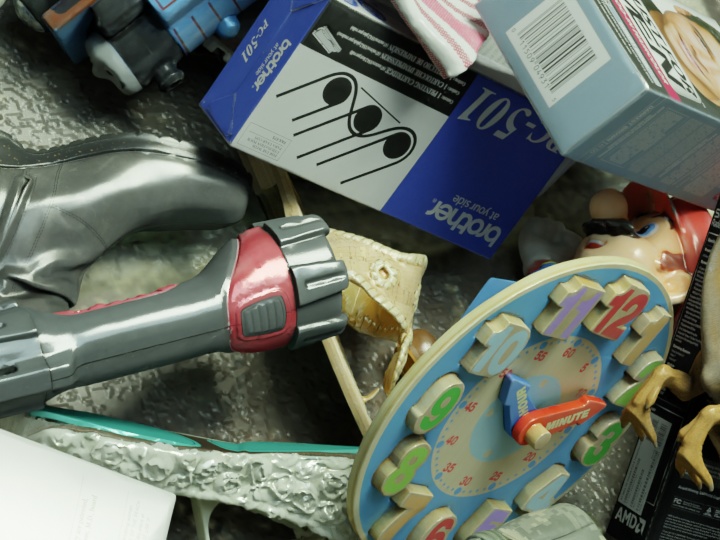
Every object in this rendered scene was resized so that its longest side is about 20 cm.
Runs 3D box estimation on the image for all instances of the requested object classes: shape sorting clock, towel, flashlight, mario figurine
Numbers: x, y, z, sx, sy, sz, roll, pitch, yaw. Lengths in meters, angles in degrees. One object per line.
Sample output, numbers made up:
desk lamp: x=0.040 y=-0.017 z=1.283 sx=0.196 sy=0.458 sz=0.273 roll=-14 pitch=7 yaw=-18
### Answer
shape sorting clock: x=0.079 y=0.074 z=1.324 sx=0.199 sy=0.201 sz=0.039 roll=-17 pitch=46 yaw=-36
towel: x=0.036 y=-0.195 z=1.392 sx=0.147 sy=0.030 sz=0.200 roll=55 pitch=26 yaw=-11
flashlight: x=-0.106 y=0.023 z=1.282 sx=0.199 sy=0.068 sz=0.068 roll=-13 pitch=69 yaw=-22
mario figurine: x=0.110 y=0.003 z=1.436 sx=0.200 sy=0.106 sz=0.123 roll=-30 pitch=54 yaw=-30

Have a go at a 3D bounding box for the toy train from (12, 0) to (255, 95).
toy train: x=-0.089 y=-0.178 z=1.411 sx=0.200 sy=0.087 sz=0.114 roll=-39 pitch=77 yaw=-4

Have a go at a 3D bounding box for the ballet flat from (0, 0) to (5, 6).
ballet flat: x=-0.217 y=-0.174 z=1.398 sx=0.068 sy=0.068 sz=0.201 roll=18 pitch=60 yaw=-35

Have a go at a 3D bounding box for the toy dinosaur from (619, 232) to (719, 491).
toy dinosaur: x=0.185 y=0.048 z=1.352 sx=0.106 sy=0.060 sz=0.200 roll=-42 pitch=129 yaw=-18

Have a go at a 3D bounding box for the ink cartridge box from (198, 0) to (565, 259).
ink cartridge box: x=0.020 y=-0.081 z=1.391 sx=0.200 sy=0.094 sz=0.044 roll=22 pitch=21 yaw=-41

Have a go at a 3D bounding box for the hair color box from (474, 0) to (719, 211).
hair color box: x=0.150 y=-0.099 z=1.398 sx=0.200 sy=0.061 sz=0.099 roll=14 pitch=43 yaw=-58

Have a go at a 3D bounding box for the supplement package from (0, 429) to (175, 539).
supplement package: x=-0.203 y=0.139 z=1.175 sx=0.199 sy=0.121 sz=0.120 roll=22 pitch=52 yaw=-16

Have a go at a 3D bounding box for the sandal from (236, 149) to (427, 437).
sandal: x=-0.001 y=-0.002 z=1.392 sx=0.069 sy=0.078 sz=0.212 roll=-24 pitch=66 yaw=-1

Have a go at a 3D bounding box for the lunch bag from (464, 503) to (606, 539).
lunch bag: x=0.062 y=0.228 z=1.253 sx=0.167 sy=0.139 sz=0.201 roll=-17 pitch=69 yaw=-36

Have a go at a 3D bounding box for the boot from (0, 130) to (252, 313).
boot: x=-0.149 y=0.000 z=1.337 sx=0.199 sy=0.070 sz=0.132 roll=2 pitch=62 yaw=-15

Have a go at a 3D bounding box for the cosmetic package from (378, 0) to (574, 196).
cosmetic package: x=0.066 y=-0.146 z=1.514 sx=0.200 sy=0.071 sz=0.101 roll=44 pitch=25 yaw=2

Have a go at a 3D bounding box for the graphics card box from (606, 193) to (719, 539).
graphics card box: x=0.224 y=0.069 z=1.425 sx=0.125 sy=0.051 sz=0.201 roll=16 pitch=93 yaw=-23

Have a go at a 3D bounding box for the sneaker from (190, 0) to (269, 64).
sneaker: x=-0.060 y=-0.127 z=1.471 sx=0.082 sy=0.077 sz=0.201 roll=-23 pitch=71 yaw=-9

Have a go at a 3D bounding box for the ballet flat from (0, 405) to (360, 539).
ballet flat: x=-0.082 y=0.109 z=1.301 sx=0.199 sy=0.072 sz=0.072 roll=9 pitch=57 yaw=-22
